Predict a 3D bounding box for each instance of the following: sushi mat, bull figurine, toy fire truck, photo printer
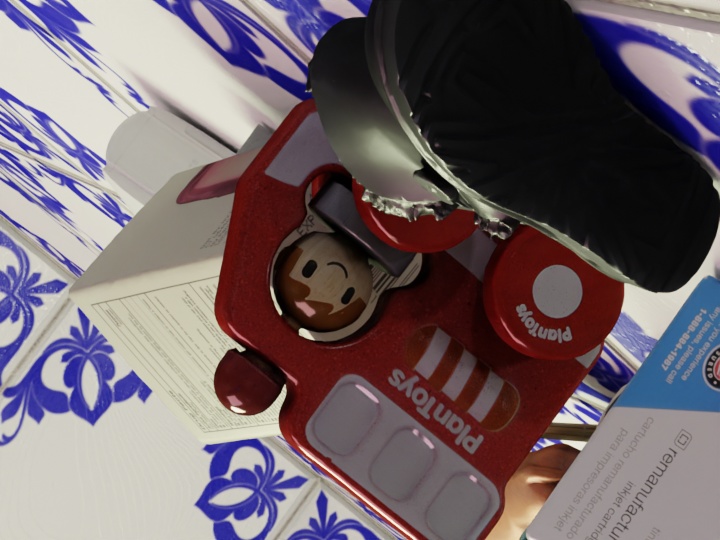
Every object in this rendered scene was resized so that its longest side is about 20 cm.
[{"bbox_3d":[0.085,0.096,1.491,0.198,0.012,0.096,4,175,-4],"label":"sushi mat"},{"bbox_3d":[0.112,0.146,1.507,0.121,0.066,0.200,18,169,-13],"label":"bull figurine"},{"bbox_3d":[0.017,0.023,1.185,0.200,0.168,0.112,38,171,-13],"label":"toy fire truck"},{"bbox_3d":[-0.082,-0.021,1.702,0.166,0.070,0.200,34,171,18],"label":"photo printer"}]

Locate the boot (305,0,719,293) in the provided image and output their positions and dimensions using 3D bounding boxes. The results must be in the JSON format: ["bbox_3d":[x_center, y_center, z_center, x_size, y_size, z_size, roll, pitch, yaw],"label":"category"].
[{"bbox_3d":[0.029,-0.067,0.962,0.168,0.077,0.200,22,169,48],"label":"boot"}]

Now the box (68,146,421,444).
[{"bbox_3d":[-0.046,0.010,1.356,0.128,0.109,0.200,50,151,-19],"label":"box"}]

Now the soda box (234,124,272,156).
[{"bbox_3d":[0.000,0.000,1.485,0.199,0.068,0.063,36,172,11],"label":"soda box"}]

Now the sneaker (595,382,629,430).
[{"bbox_3d":[0.204,0.130,1.261,0.199,0.085,0.077,33,161,24],"label":"sneaker"}]

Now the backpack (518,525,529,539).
[{"bbox_3d":[0.165,0.208,1.319,0.199,0.154,0.176,-3,-136,-35],"label":"backpack"}]

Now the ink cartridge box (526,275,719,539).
[{"bbox_3d":[0.194,0.121,1.075,0.199,0.145,0.084,34,171,17],"label":"ink cartridge box"}]
